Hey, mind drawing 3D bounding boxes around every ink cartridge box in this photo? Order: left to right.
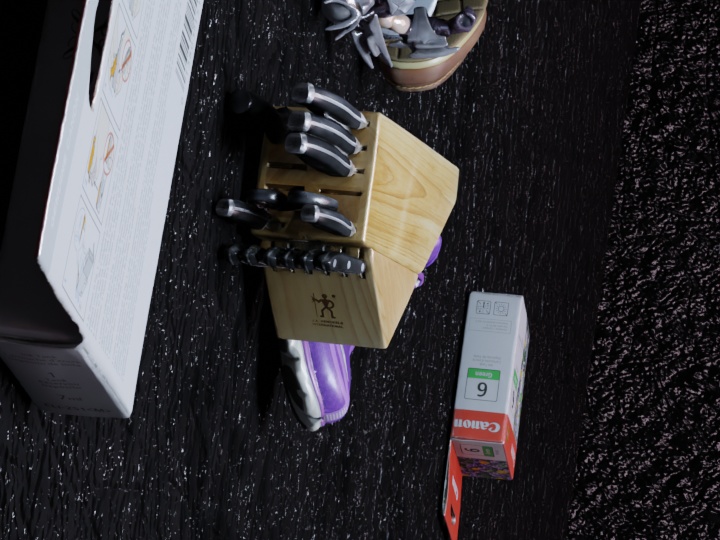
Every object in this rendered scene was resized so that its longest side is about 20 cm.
[{"bbox_3d":[-0.102,-0.065,1.078,0.174,0.043,0.201,70,27,-68],"label":"ink cartridge box"},{"bbox_3d":[0.109,0.130,2.499,0.109,0.050,0.201,72,24,-69],"label":"ink cartridge box"}]

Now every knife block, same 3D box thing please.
[{"bbox_3d":[-0.012,-0.057,1.514,0.200,0.064,0.176,-63,152,-48],"label":"knife block"}]

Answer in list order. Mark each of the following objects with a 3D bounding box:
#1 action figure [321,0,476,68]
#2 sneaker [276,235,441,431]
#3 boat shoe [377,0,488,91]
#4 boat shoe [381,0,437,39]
[{"bbox_3d":[0.047,-0.195,1.689,0.200,0.069,0.130,-40,147,-28],"label":"action figure"},{"bbox_3d":[0.000,0.000,1.635,0.081,0.083,0.200,83,16,-52],"label":"sneaker"},{"bbox_3d":[0.049,-0.159,1.892,0.200,0.072,0.068,-74,164,-61],"label":"boat shoe"},{"bbox_3d":[0.040,-0.239,1.787,0.068,0.073,0.200,-25,123,-87],"label":"boat shoe"}]
